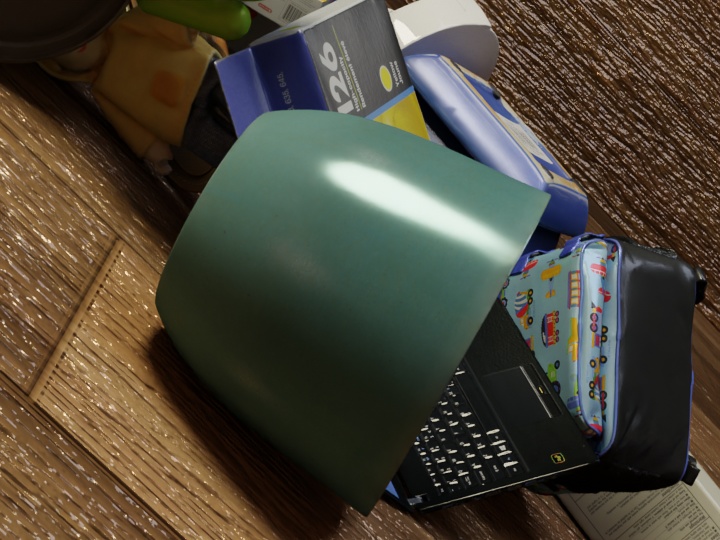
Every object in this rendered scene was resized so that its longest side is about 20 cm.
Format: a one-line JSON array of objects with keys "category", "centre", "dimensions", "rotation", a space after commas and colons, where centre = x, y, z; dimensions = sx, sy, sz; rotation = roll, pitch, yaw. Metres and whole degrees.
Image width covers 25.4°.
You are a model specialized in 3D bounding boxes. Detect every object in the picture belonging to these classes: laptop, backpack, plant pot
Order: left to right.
[{"category": "plant pot", "centre": [-0.014, 0.006, 0.876], "dimensions": [0.160, 0.201, 0.201], "rotation": [31, 13, 4]}, {"category": "laptop", "centre": [0.032, 0.059, 1.040], "dimensions": [0.178, 0.199, 0.104], "rotation": [-117, -161, -47]}, {"category": "plant pot", "centre": [0.069, -0.057, 1.333], "dimensions": [0.200, 0.180, 0.200], "rotation": [51, 14, 18]}, {"category": "backpack", "centre": [0.145, 0.075, 1.190], "dimensions": [0.134, 0.200, 0.184], "rotation": [17, 71, -32]}]

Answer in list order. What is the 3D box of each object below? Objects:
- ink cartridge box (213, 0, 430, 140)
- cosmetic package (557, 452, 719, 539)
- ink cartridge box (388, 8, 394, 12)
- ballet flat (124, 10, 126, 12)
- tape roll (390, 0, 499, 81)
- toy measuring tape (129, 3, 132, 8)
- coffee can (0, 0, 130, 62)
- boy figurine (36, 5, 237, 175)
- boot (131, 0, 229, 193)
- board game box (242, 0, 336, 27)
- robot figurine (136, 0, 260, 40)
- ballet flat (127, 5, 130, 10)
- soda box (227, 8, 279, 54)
[{"category": "ink cartridge box", "centre": [-0.006, -0.067, 1.034], "dimensions": [0.200, 0.047, 0.199], "rotation": [-45, 120, -62]}, {"category": "cosmetic package", "centre": [0.232, 0.185, 1.314], "dimensions": [0.200, 0.103, 0.073], "rotation": [54, 14, 21]}, {"category": "ink cartridge box", "centre": [-0.038, -0.216, 1.494], "dimensions": [0.199, 0.083, 0.147], "rotation": [23, 3, 25]}, {"category": "ballet flat", "centre": [-0.146, -0.201, 1.114], "dimensions": [0.068, 0.199, 0.076], "rotation": [-107, -174, -60]}, {"category": "tape roll", "centre": [0.031, -0.155, 1.388], "dimensions": [0.037, 0.203, 0.203], "rotation": [55, 15, 20]}, {"category": "toy measuring tape", "centre": [-0.174, -0.223, 1.282], "dimensions": [0.200, 0.074, 0.074], "rotation": [36, 17, -39]}, {"category": "coffee can", "centre": [-0.227, -0.244, 1.006], "dimensions": [0.146, 0.146, 0.200], "rotation": [36, 17, -40]}, {"category": "boy figurine", "centre": [-0.129, -0.129, 1.058], "dimensions": [0.199, 0.125, 0.064], "rotation": [31, 27, 3]}, {"category": "boot", "centre": [-0.110, -0.112, 1.195], "dimensions": [0.201, 0.076, 0.155], "rotation": [66, 5, 32]}, {"category": "board game box", "centre": [-0.105, -0.252, 1.228], "dimensions": [0.199, 0.034, 0.135], "rotation": [32, 20, 1]}, {"category": "robot figurine", "centre": [-0.080, -0.236, 0.988], "dimensions": [0.115, 0.176, 0.200], "rotation": [6, 22, -25]}, {"category": "ballet flat", "centre": [-0.217, -0.243, 1.174], "dimensions": [0.067, 0.046, 0.201], "rotation": [-6, 60, -39]}, {"category": "soda box", "centre": [-0.103, -0.203, 1.328], "dimensions": [0.200, 0.064, 0.068], "rotation": [40, -16, 42]}]
